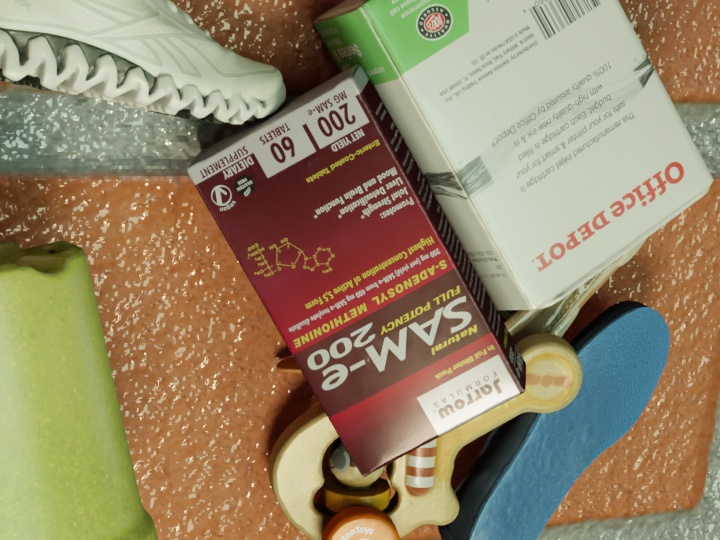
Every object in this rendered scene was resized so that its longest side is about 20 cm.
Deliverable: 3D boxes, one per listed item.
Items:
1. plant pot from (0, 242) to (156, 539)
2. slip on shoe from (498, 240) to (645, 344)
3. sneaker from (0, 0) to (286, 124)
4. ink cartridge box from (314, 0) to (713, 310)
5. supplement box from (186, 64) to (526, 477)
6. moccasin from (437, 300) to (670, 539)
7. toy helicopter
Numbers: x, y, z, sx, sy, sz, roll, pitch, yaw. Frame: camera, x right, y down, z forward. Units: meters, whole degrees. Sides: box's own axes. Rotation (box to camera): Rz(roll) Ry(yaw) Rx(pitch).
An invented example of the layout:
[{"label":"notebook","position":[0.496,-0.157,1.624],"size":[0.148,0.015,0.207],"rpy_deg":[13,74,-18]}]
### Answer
[{"label":"plant pot","position":[-0.197,0.084,1.158],"size":[0.199,0.200,0.185],"rpy_deg":[-9,100,-31]},{"label":"slip on shoe","position":[0.120,-0.020,1.400],"size":[0.200,0.076,0.061],"rpy_deg":[-53,148,1]},{"label":"sneaker","position":[-0.121,-0.126,1.211],"size":[0.199,0.075,0.082],"rpy_deg":[11,91,-36]},{"label":"ink cartridge box","position":[0.089,-0.095,1.312],"size":[0.146,0.084,0.201],"rpy_deg":[-33,101,-20]},{"label":"supplement box","position":[0.000,0.000,1.271],"size":[0.108,0.061,0.201],"rpy_deg":[-28,99,10]},{"label":"moccasin","position":[0.113,0.095,1.443],"size":[0.200,0.068,0.081],"rpy_deg":[-47,118,-13]},{"label":"toy helicopter","position":[0.037,0.087,1.358],"size":[0.199,0.079,0.133],"rpy_deg":[-27,106,-1]}]
